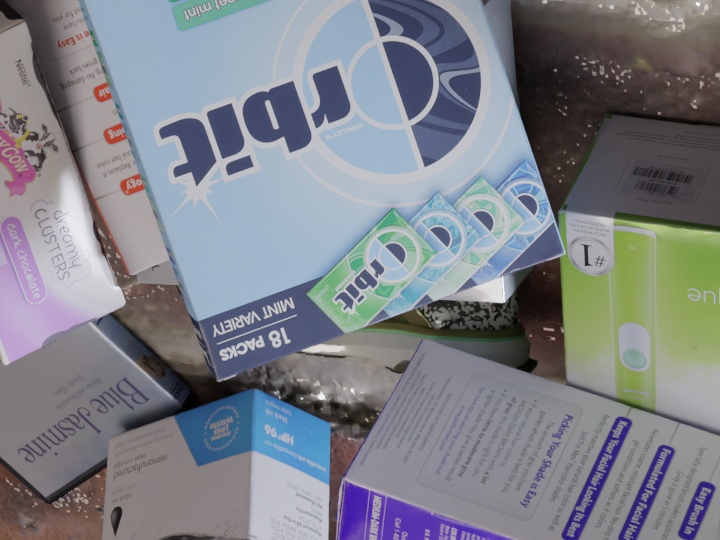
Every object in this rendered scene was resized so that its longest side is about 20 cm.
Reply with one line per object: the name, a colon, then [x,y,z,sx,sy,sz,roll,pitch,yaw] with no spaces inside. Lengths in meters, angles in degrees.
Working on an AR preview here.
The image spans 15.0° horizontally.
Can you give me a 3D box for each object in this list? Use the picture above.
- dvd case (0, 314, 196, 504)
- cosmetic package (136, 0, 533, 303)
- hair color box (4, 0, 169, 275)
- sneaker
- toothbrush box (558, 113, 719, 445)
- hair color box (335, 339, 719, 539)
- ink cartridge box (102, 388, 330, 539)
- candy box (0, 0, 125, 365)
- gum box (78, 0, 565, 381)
dvd case: [-0.207,0.039,1.556,0.200,0.018,0.143,43,131,-14]
cosmetic package: [-0.021,-0.066,1.340,0.200,0.052,0.151,3,115,22]
hair color box: [-0.100,-0.110,1.291,0.101,0.061,0.200,-19,100,27]
sneaker: [0.000,0.000,1.415,0.200,0.077,0.089,10,100,18]
toothbrush box: [0.179,0.034,1.335,0.146,0.086,0.200,9,132,18]
hair color box: [0.100,0.116,1.307,0.200,0.109,0.065,17,134,15]
ink cartridge box: [-0.081,0.178,1.487,0.116,0.200,0.068,-21,146,35]
candy box: [-0.207,-0.074,1.350,0.200,0.072,0.168,41,153,52]
gum box: [-0.020,-0.073,1.234,0.170,0.045,0.200,-20,98,-7]
